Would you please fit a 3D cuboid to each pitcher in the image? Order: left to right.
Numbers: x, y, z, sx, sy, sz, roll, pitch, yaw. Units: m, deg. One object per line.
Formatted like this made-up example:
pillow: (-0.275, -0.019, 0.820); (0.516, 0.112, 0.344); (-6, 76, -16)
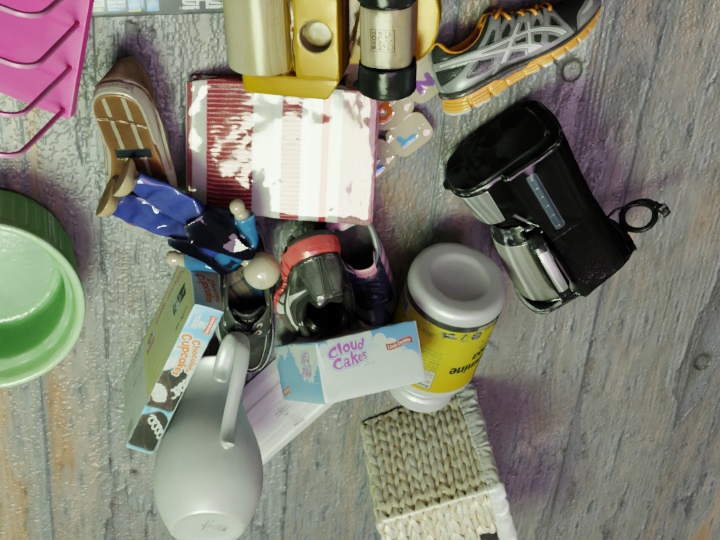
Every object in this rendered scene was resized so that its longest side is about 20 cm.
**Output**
pitcher: (-0.160, 0.183, 1.242); (0.120, 0.201, 0.172); (11, 140, -19)

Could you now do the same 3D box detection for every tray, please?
tray: (-0.097, 0.169, 1.382); (0.200, 0.022, 0.107); (-42, 123, 14)

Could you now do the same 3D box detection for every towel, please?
towel: (-0.081, -0.123, 1.158); (0.198, 0.023, 0.146); (5, 111, 4)

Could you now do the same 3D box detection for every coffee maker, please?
coffee maker: (0.213, -0.085, 1.250); (0.192, 0.134, 0.200); (-45, 125, -12)

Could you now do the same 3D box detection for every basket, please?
basket: (0.102, 0.287, 1.405); (0.159, 0.201, 0.200); (-15, 124, 3)

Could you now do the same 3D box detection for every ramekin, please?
ramekin: (-0.387, 0.014, 1.166); (0.198, 0.098, 0.202); (-6, 123, -10)

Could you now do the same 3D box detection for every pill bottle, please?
pill bottle: (0.091, 0.073, 1.296); (0.111, 0.113, 0.201); (0, 140, -14)

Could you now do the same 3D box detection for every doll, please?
doll: (-0.168, -0.038, 1.156); (0.199, 0.049, 0.136); (28, 138, -24)

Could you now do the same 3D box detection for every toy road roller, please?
toy road roller: (-0.022, -0.246, 1.069); (0.198, 0.146, 0.124); (5, 124, 9)

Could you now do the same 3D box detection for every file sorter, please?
file sorter: (-0.323, -0.220, 0.979); (0.138, 0.126, 0.201); (21, 125, 0)

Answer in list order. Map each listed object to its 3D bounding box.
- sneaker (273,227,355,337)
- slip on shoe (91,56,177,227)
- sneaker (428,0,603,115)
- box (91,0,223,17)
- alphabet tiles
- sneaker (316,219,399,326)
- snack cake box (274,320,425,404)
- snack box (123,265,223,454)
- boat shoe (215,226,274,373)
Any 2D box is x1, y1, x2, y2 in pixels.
sneaker: (-0.051, 0.039, 1.231); (0.070, 0.099, 0.201); (-14, 156, -15)
slip on shoe: (-0.228, -0.126, 1.142); (0.075, 0.061, 0.201); (-1, 140, 5)
sneaker: (0.159, -0.239, 1.159); (0.199, 0.078, 0.078); (-32, 104, -2)
box: (-0.205, -0.318, 1.031); (0.198, 0.049, 0.162); (-3, 126, -11)
alphabet tiles: (-0.010, -0.188, 1.182); (0.195, 0.015, 0.200); (-36, 123, 7)
sneaker: (0.000, 0.000, 1.262); (0.070, 0.082, 0.201); (-26, 125, -1)
snack cake box: (-0.017, 0.102, 1.245); (0.114, 0.200, 0.068); (-10, 88, -18)
snack box: (-0.210, 0.088, 1.246); (0.037, 0.117, 0.201); (18, 116, -23)
boat shoe: (-0.131, 0.041, 1.271); (0.068, 0.057, 0.202); (-7, 123, -10)
